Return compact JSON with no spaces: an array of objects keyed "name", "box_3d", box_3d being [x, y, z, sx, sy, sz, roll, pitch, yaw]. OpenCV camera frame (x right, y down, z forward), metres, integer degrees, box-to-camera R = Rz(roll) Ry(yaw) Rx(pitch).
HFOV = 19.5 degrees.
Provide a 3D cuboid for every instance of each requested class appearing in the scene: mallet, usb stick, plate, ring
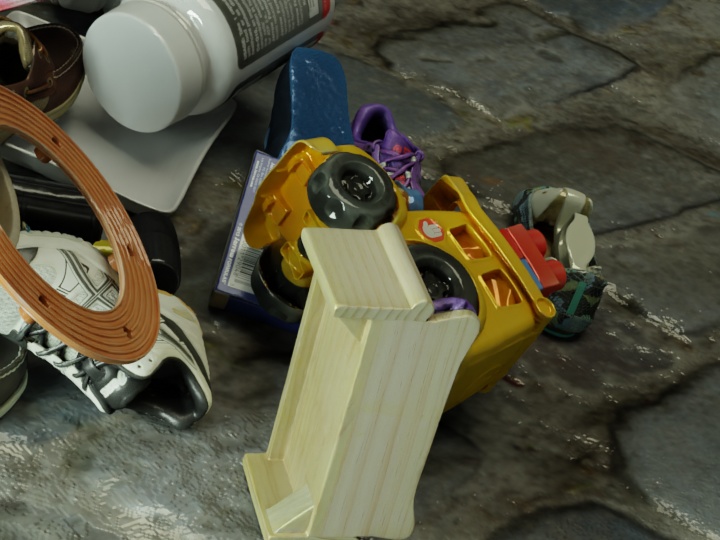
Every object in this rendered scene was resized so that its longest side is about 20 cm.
[{"name":"mallet","box_3d":[-0.222,-0.027,1.470,0.198,0.041,0.066,13,34,-9]},{"name":"usb stick","box_3d":[-0.269,-0.051,1.417,0.198,0.056,0.033,10,66,-6]},{"name":"plate","box_3d":[-0.212,-0.116,1.611,0.198,0.032,0.200,23,31,-1]},{"name":"ring","box_3d":[-0.190,-0.028,1.252,0.201,0.019,0.201,47,21,-24]}]

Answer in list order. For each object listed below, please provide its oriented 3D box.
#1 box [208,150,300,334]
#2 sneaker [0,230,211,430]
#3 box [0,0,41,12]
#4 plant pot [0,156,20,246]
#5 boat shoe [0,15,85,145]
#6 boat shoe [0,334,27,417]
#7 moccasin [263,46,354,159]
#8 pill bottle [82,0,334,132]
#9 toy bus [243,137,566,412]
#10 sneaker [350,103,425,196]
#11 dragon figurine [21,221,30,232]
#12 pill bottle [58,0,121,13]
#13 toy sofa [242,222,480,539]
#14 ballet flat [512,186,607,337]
[{"name":"box","box_3d":[0.000,0.000,1.522,0.199,0.032,0.122,18,62,-6]},{"name":"sneaker","box_3d":[-0.167,0.042,1.322,0.199,0.076,0.088,23,33,-40]},{"name":"box","box_3d":[-0.297,-0.239,1.584,0.199,0.096,0.100,-8,13,35]},{"name":"plant pot","box_3d":[-0.335,-0.041,1.235,0.201,0.183,0.201,52,13,-18]},{"name":"boat shoe","box_3d":[-0.255,-0.149,1.534,0.072,0.072,0.200,29,33,11]},{"name":"boat shoe","box_3d":[-0.276,0.065,1.267,0.072,0.061,0.201,39,35,26]},{"name":"moccasin","box_3d":[-0.039,-0.079,1.618,0.080,0.068,0.201,18,50,-14]},{"name":"pill bottle","box_3d":[-0.118,-0.191,1.633,0.114,0.114,0.200,33,41,17]},{"name":"toy bus","box_3d":[0.044,-0.003,1.453,0.191,0.136,0.201,-21,67,-38]},{"name":"sneaker","box_3d":[0.020,-0.060,1.627,0.080,0.084,0.201,5,37,-26]},{"name":"dragon figurine","box_3d":[-0.254,0.011,1.363,0.199,0.059,0.100,20,33,3]},{"name":"pill bottle","box_3d":[-0.153,-0.249,1.775,0.199,0.113,0.113,7,35,-25]},{"name":"toy sofa","box_3d":[-0.003,0.075,1.297,0.097,0.201,0.083,2,36,-20]},{"name":"ballet flat","box_3d":[0.166,-0.026,1.685,0.074,0.075,0.201,14,32,-14]}]
